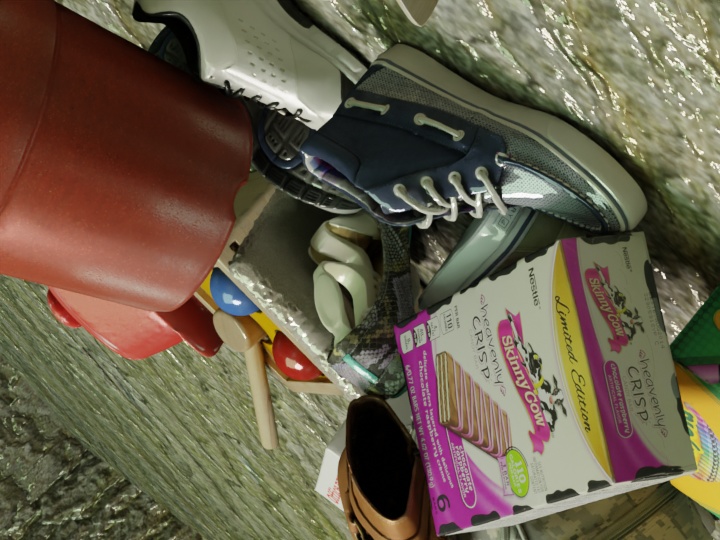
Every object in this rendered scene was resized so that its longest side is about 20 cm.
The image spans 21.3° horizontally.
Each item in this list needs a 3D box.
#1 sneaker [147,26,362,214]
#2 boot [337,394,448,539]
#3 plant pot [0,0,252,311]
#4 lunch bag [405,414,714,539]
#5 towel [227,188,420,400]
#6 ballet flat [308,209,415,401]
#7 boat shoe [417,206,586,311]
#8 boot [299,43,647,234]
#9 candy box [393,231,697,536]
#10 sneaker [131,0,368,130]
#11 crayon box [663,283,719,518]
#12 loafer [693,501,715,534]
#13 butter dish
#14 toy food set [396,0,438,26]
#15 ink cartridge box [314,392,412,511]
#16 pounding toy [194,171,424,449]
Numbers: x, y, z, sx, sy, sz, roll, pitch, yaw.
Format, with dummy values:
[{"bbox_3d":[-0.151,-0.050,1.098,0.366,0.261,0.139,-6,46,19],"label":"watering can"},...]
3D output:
[{"bbox_3d":[-0.058,-0.102,1.307,0.200,0.075,0.087,42,179,28],"label":"sneaker"},{"bbox_3d":[0.038,0.184,1.214,0.155,0.076,0.201,85,168,-61],"label":"boot"},{"bbox_3d":[-0.185,-0.073,1.195,0.195,0.202,0.201,20,175,-27],"label":"plant pot"},{"bbox_3d":[0.119,0.154,1.291,0.168,0.139,0.200,62,161,-4],"label":"lunch bag"},{"bbox_3d":[-0.023,0.004,1.337,0.133,0.034,0.200,46,-156,-8],"label":"towel"},{"bbox_3d":[0.000,0.000,1.258,0.072,0.072,0.201,52,-160,-33],"label":"ballet flat"},{"bbox_3d":[0.086,0.002,1.206,0.062,0.072,0.200,36,164,0],"label":"boat shoe"},{"bbox_3d":[0.061,-0.050,1.079,0.200,0.090,0.073,31,161,37],"label":"boot"},{"bbox_3d":[0.100,0.070,1.101,0.200,0.061,0.137,-31,67,59],"label":"candy box"},{"bbox_3d":[-0.059,-0.127,1.195,0.200,0.080,0.074,43,163,-9],"label":"sneaker"},{"bbox_3d":[0.240,0.100,1.107,0.119,0.058,0.200,35,164,25],"label":"crayon box"},{"bbox_3d":[0.182,0.176,1.458,0.072,0.063,0.200,50,163,-30],"label":"loafer"},{"bbox_3d":[-0.211,-0.005,1.655,0.199,0.148,0.200,45,-156,-15],"label":"butter dish"},{"bbox_3d":[-0.057,-0.201,1.008,0.200,0.060,0.144,22,156,46],"label":"toy food set"},{"bbox_3d":[0.067,0.180,1.472,0.200,0.084,0.146,36,161,8],"label":"ink cartridge box"},{"bbox_3d":[-0.062,0.034,1.521,0.184,0.142,0.200,46,164,-12],"label":"pounding toy"}]
